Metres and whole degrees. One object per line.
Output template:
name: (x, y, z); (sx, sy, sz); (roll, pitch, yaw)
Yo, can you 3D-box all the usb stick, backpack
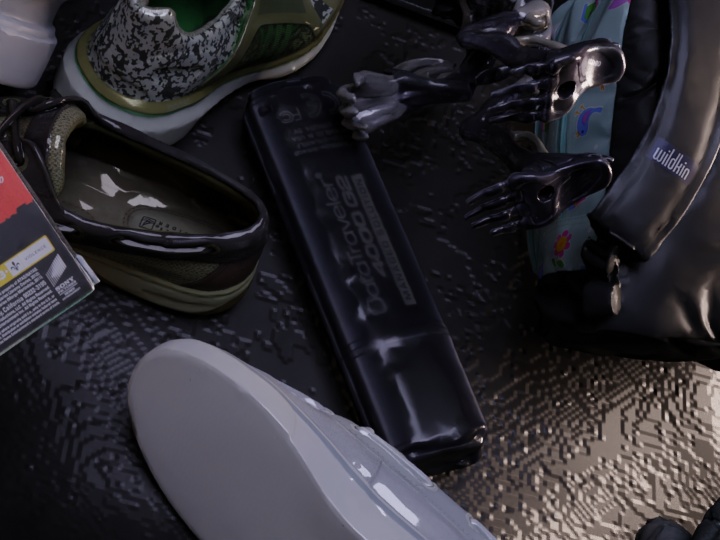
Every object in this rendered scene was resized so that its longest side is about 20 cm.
usb stick: (0.000, 0.000, 0.804); (0.055, 0.033, 0.200); (-12, 64, -23)
backpack: (0.149, -0.059, 0.832); (0.166, 0.126, 0.201); (8, 79, -28)

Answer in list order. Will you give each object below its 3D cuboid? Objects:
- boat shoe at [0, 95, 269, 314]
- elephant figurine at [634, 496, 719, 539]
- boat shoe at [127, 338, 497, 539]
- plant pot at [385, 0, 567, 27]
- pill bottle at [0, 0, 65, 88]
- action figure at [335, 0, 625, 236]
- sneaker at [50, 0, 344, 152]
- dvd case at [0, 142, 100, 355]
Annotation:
boat shoe: (-0.131, -0.045, 0.752); (0.199, 0.065, 0.073); (17, 53, -13)
elephant figurine: (0.204, 0.078, 0.742); (0.141, 0.155, 0.201); (24, 85, 13)
boat shoe: (-0.004, 0.094, 0.720); (0.200, 0.072, 0.069); (35, 29, 9)
plant pot: (0.128, -0.236, 0.931); (0.199, 0.200, 0.178); (19, 41, -11)
pill bottle: (-0.139, -0.185, 0.750); (0.115, 0.200, 0.116); (26, 10, -5)
action figure: (0.043, -0.109, 0.792); (0.102, 0.119, 0.200); (-5, 36, -13)
sneaker: (-0.055, -0.130, 0.828); (0.077, 0.089, 0.200); (40, 47, 3)
dvd case: (-0.203, -0.036, 0.605); (0.146, 0.022, 0.200); (-37, 101, -20)
